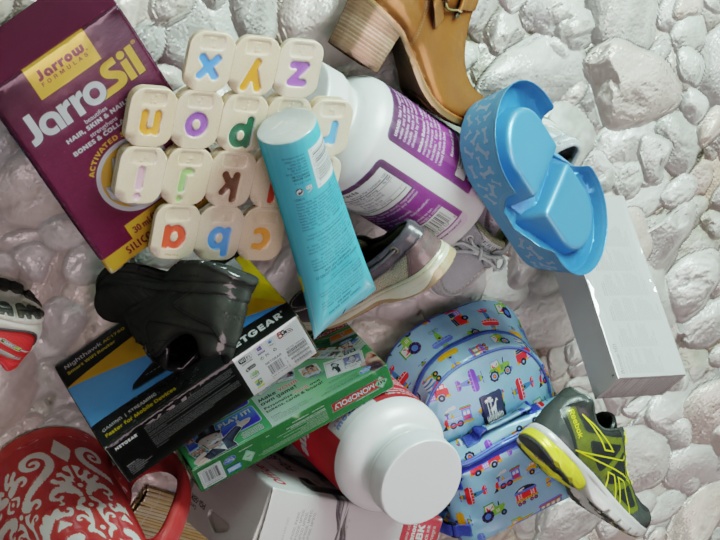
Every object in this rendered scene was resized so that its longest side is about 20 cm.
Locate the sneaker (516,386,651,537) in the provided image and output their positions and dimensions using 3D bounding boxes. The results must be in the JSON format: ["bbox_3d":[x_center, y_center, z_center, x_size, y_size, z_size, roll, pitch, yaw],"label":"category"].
[{"bbox_3d":[0.235,0.186,1.695,0.085,0.074,0.200,-53,130,-8],"label":"sneaker"}]

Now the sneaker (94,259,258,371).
[{"bbox_3d":[-0.168,0.041,1.491,0.076,0.199,0.091,16,77,-37],"label":"sneaker"}]

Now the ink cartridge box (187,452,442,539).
[{"bbox_3d":[-0.046,0.236,1.682,0.199,0.147,0.083,15,96,-33],"label":"ink cartridge box"}]

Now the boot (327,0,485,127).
[{"bbox_3d":[0.079,-0.224,1.575,0.199,0.077,0.156,31,94,-28],"label":"boot"}]

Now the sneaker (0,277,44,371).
[{"bbox_3d":[-0.363,0.049,1.472,0.199,0.077,0.085,12,115,-31],"label":"sneaker"}]

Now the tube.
[{"bbox_3d":[-0.036,-0.039,1.472,0.077,0.050,0.201,-35,129,-24],"label":"tube"}]

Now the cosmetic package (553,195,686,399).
[{"bbox_3d":[0.241,0.024,1.707,0.082,0.201,0.051,1,150,-29],"label":"cosmetic package"}]

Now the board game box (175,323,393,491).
[{"bbox_3d":[-0.086,0.112,1.611,0.199,0.135,0.029,-27,124,-12],"label":"board game box"}]

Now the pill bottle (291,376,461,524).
[{"bbox_3d":[0.007,0.152,1.635,0.112,0.200,0.113,-13,117,-26],"label":"pill bottle"}]

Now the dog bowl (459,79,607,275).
[{"bbox_3d":[0.156,-0.080,1.593,0.200,0.049,0.112,52,47,-32],"label":"dog bowl"}]

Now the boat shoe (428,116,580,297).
[{"bbox_3d":[0.132,-0.056,1.683,0.202,0.065,0.074,-50,126,3],"label":"boat shoe"}]

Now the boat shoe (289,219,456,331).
[{"bbox_3d":[0.000,0.000,1.592,0.065,0.199,0.072,51,49,-17],"label":"boat shoe"}]

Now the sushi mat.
[{"bbox_3d":[-0.153,0.277,1.734,0.199,0.012,0.096,22,103,-34],"label":"sushi mat"}]

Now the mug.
[{"bbox_3d":[-0.237,0.229,1.550,0.178,0.200,0.133,-48,126,2],"label":"mug"}]

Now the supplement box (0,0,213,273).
[{"bbox_3d":[-0.215,-0.122,1.443,0.131,0.103,0.200,-36,125,-6],"label":"supplement box"}]

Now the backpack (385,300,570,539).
[{"bbox_3d":[0.117,0.141,1.735,0.182,0.134,0.201,-20,119,-19],"label":"backpack"}]

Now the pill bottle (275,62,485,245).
[{"bbox_3d":[0.014,-0.105,1.568,0.200,0.112,0.113,30,98,-36],"label":"pill bottle"}]

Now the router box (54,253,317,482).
[{"bbox_3d":[-0.156,0.078,1.548,0.199,0.149,0.051,-35,126,-9],"label":"router box"}]

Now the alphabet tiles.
[{"bbox_3d":[-0.103,-0.100,1.441,0.199,0.015,0.197,0,114,-29],"label":"alphabet tiles"}]
